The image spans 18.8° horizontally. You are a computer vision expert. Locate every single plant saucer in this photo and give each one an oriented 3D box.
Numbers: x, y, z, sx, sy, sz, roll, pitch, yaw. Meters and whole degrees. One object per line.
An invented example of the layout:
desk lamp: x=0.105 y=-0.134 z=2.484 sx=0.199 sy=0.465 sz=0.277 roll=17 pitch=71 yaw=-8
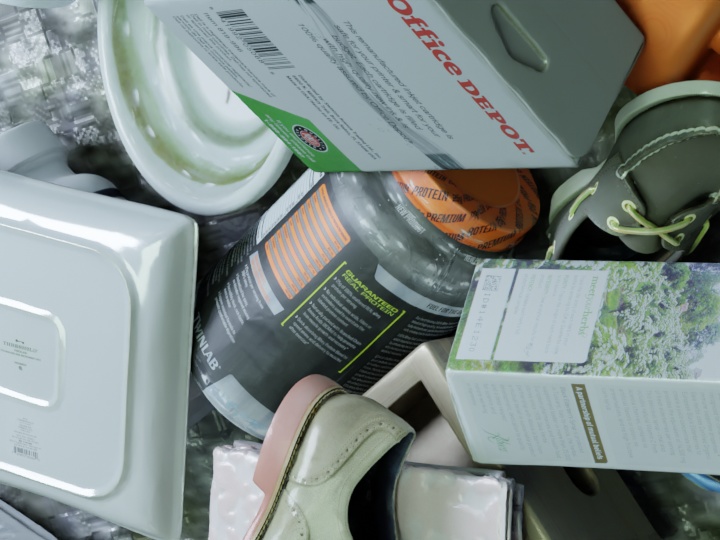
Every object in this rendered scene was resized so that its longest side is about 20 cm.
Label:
plant saucer: x=-0.077 y=-0.132 z=1.239 sx=0.200 sy=0.050 sz=0.200 roll=11 pitch=104 yaw=49

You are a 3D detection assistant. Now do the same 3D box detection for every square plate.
square plate: x=-0.186 y=0.045 z=1.250 sx=0.200 sy=0.028 sz=0.198 roll=14 pitch=110 yaw=27

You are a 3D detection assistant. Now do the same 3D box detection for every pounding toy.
pounding toy: x=0.068 y=0.165 z=1.228 sx=0.184 sy=0.142 sz=0.200 roll=-43 pitch=71 yaw=31

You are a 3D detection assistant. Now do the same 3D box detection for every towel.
towel: x=0.002 y=0.193 z=1.171 sx=0.200 sy=0.032 sz=0.191 roll=4 pitch=96 yaw=35

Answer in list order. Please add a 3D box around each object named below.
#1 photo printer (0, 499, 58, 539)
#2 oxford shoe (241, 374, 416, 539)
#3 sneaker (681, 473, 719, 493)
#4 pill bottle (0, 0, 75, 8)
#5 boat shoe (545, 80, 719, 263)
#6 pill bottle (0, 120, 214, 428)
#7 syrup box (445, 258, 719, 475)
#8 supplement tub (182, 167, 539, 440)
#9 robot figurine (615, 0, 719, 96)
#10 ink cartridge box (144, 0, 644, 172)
photo printer: x=-0.248 y=0.254 z=1.431 sx=0.166 sy=0.069 sz=0.200 roll=21 pitch=117 yaw=52
oxford shoe: x=-0.024 y=0.159 z=1.126 sx=0.074 sy=0.071 sz=0.200 roll=20 pitch=105 yaw=29
sneaker: x=0.241 y=0.086 z=1.131 sx=0.199 sy=0.071 sz=0.083 roll=13 pitch=104 yaw=21
pill bottle: x=-0.184 y=-0.258 z=1.247 sx=0.112 sy=0.112 sz=0.200 roll=24 pitch=115 yaw=22
boat shoe: x=0.146 y=-0.034 z=1.095 sx=0.072 sy=0.060 sz=0.202 roll=17 pitch=156 yaw=-10
pill bottle: x=-0.169 y=0.014 z=1.317 sx=0.116 sy=0.116 sz=0.200 roll=-44 pitch=80 yaw=32
syrup box: x=0.152 y=0.049 z=1.085 sx=0.200 sy=0.079 sz=0.081 roll=2 pitch=139 yaw=20
supplement tub: x=0.000 y=0.000 z=1.209 sx=0.123 sy=0.122 sz=0.200 roll=51 pitch=122 yaw=8
robot figurine: x=0.139 y=-0.161 z=1.086 sx=0.200 sy=0.144 sz=0.117 roll=40 pitch=99 yaw=15
ink cartridge box: x=0.016 y=-0.121 z=1.054 sx=0.200 sy=0.083 sz=0.147 roll=3 pitch=146 yaw=49
